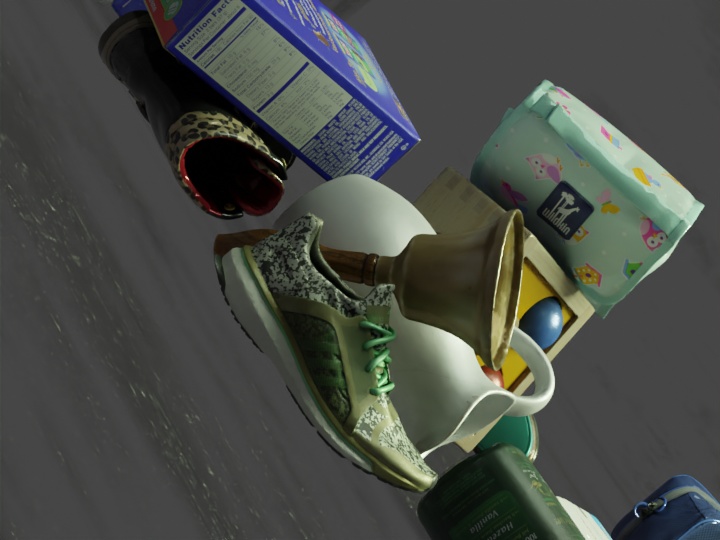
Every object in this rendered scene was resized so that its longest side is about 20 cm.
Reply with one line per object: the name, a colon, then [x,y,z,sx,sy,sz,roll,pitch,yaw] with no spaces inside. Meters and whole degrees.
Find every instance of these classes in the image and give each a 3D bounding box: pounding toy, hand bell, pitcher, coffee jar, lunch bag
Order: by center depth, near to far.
coffee jar: [0.124,0.216,1.325,0.201,0.085,0.104,55,3,26]
hand bell: [0.000,0.000,1.329,0.198,0.105,0.104,8,0,13]
pitcher: [0.037,0.032,1.430,0.171,0.121,0.201,-16,67,-45]
pounding toy: [0.072,0.046,1.573,0.142,0.184,0.200,42,-1,34]
lunch bag: [0.177,-0.062,1.628,0.170,0.122,0.200,43,-6,4]
lunch bag: [0.377,0.334,2.324,0.200,0.136,0.132,49,6,-20]

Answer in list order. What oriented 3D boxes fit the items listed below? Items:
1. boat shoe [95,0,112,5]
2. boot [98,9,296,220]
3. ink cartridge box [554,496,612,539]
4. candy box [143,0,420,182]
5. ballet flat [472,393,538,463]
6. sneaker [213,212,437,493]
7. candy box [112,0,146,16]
boat shoe: [-0.218,-0.266,1.614,0.074,0.060,0.200,54,6,15]
boot: [-0.096,-0.092,1.481,0.200,0.073,0.151,41,11,-46]
ink cartridge box: [0.178,0.251,1.618,0.116,0.067,0.200,55,6,19]
candy box: [-0.066,-0.164,1.479,0.200,0.077,0.169,39,15,-32]
ballet flat: [0.110,0.119,1.893,0.201,0.068,0.069,57,-5,36]
sneaker: [-0.006,0.049,1.275,0.201,0.088,0.077,52,10,1]
candy box: [-0.118,-0.177,1.712,0.170,0.077,0.200,54,7,-6]
